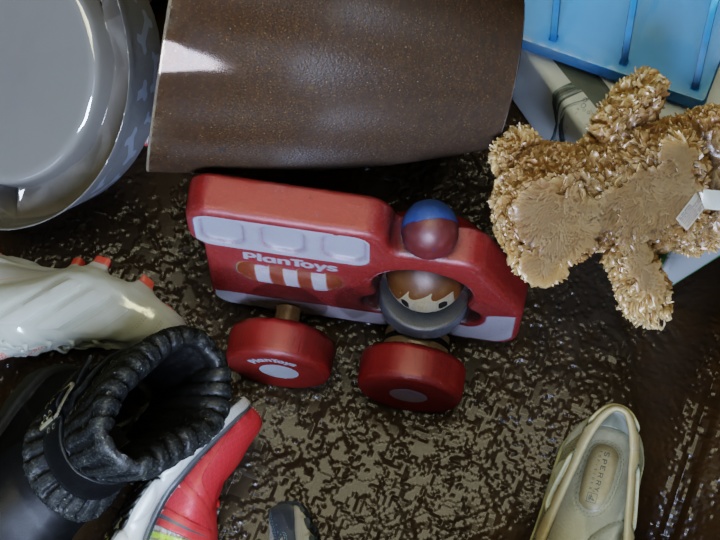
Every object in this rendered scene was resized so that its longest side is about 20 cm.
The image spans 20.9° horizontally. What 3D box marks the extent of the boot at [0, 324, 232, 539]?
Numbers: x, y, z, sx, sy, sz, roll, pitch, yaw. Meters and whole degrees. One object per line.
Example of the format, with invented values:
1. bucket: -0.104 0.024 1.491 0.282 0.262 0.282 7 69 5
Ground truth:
1. boot: -0.168 0.127 1.100 0.079 0.157 0.212 39 58 -29

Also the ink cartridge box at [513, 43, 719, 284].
1. ink cartridge box: 0.190 -0.111 1.237 0.146 0.083 0.201 -31 71 -10

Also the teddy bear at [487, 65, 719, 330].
1. teddy bear: 0.166 -0.045 1.133 0.199 0.067 0.146 -28 103 -10

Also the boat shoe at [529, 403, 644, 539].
1. boat shoe: 0.126 0.178 1.143 0.073 0.063 0.202 17 71 7

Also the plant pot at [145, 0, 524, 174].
1. plant pot: -0.011 -0.134 1.126 0.198 0.187 0.189 9 70 -5

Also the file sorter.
1. file sorter: 0.139 -0.212 1.168 0.198 0.123 0.140 20 70 11

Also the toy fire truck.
1. toy fire truck: 0.000 0.000 1.154 0.198 0.168 0.113 9 70 4

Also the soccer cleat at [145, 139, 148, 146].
1. soccer cleat: -0.066 -0.130 1.247 0.198 0.085 0.069 -12 70 -4

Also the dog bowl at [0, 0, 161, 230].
1. dog bowl: -0.209 -0.127 1.215 0.198 0.059 0.202 2 95 28

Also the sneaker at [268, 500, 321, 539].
1. sneaker: -0.059 0.230 1.122 0.085 0.078 0.202 -1 68 7

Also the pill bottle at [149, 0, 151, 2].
1. pill bottle: -0.130 -0.283 1.289 0.114 0.114 0.201 31 73 11

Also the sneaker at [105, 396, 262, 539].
1. sneaker: -0.109 0.169 1.157 0.085 0.077 0.201 33 78 -8

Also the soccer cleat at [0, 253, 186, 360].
1. soccer cleat: -0.199 0.028 1.193 0.198 0.069 0.078 13 66 22
